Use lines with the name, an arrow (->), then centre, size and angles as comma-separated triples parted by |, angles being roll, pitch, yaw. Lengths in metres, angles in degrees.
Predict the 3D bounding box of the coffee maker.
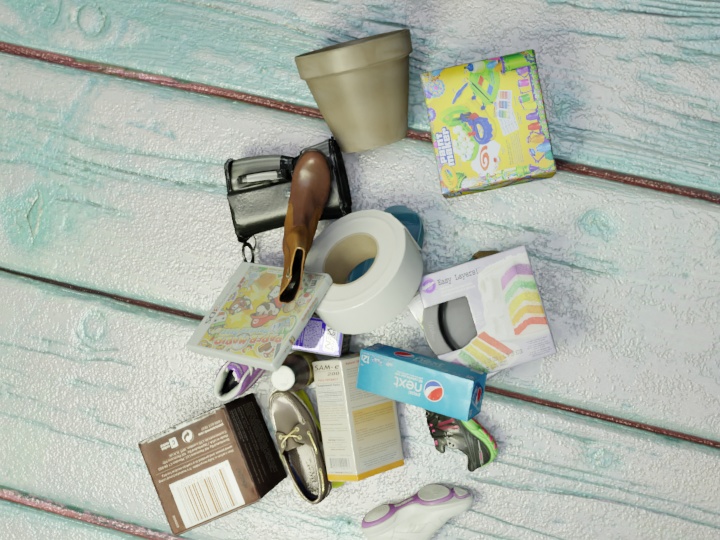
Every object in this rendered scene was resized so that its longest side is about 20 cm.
coffee maker -> -0.117, -0.117, 1.734 | 0.198, 0.135, 0.194 | -9, 113, 9

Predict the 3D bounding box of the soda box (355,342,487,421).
soda box -> 0.095, 0.176, 1.604 | 0.198, 0.064, 0.069 | 14, 103, 26

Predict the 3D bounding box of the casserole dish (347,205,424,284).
casserole dish -> 0.047, -0.015, 1.703 | 0.120, 0.039, 0.202 | 0, 64, 34

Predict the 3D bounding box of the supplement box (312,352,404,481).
supplement box -> -0.003, 0.242, 1.697 | 0.073, 0.125, 0.203 | -9, 87, 42

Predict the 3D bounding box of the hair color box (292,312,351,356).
hair color box -> -0.118, 0.100, 1.728 | 0.198, 0.109, 0.066 | 10, 91, 7

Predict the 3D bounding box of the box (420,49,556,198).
box -> 0.212, -0.239, 1.678 | 0.190, 0.122, 0.203 | -10, 89, 8

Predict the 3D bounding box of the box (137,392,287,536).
box -> -0.245, 0.321, 1.699 | 0.164, 0.200, 0.166 | -24, 86, 7

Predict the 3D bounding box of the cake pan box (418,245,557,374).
cake pan box -> 0.200, 0.073, 1.636 | 0.198, 0.052, 0.186 | -15, 85, 8

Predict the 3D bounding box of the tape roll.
tape roll -> 0.000, 0.000, 1.638 | 0.201, 0.071, 0.204 | -19, 46, 21

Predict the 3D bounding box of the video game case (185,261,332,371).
video game case -> -0.164, 0.068, 1.614 | 0.198, 0.023, 0.183 | 8, 55, 38

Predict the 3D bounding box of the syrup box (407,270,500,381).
syrup box -> 0.156, 0.103, 1.706 | 0.081, 0.079, 0.201 | -34, 85, 7

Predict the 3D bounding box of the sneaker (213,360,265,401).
sneaker -> -0.166, 0.131, 1.625 | 0.072, 0.114, 0.201 | 34, 100, 5

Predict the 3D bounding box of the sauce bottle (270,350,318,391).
sauce bottle -> -0.111, 0.171, 1.682 | 0.065, 0.200, 0.067 | 0, 92, 7

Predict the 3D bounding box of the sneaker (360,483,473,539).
sneaker -> 0.104, 0.431, 1.726 | 0.198, 0.075, 0.101 | -21, 106, 7

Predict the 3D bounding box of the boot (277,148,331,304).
boot -> -0.095, -0.074, 1.567 | 0.068, 0.201, 0.190 | 19, 116, -6

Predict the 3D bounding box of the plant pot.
plant pot -> 0.004, -0.296, 1.687 | 0.198, 0.200, 0.176 | -11, 104, 8

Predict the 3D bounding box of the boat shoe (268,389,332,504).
boat shoe -> -0.104, 0.293, 1.682 | 0.071, 0.060, 0.202 | -21, 89, 9

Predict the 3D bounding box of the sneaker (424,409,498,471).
sneaker -> 0.144, 0.261, 1.708 | 0.200, 0.077, 0.084 | 44, 91, 7

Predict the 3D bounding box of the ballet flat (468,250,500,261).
ballet flat -> 0.251, 0.056, 1.708 | 0.072, 0.068, 0.202 | -21, 83, -12

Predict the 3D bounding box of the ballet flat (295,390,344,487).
ballet flat -> -0.090, 0.292, 1.745 | 0.066, 0.067, 0.201 | -29, 86, 8
